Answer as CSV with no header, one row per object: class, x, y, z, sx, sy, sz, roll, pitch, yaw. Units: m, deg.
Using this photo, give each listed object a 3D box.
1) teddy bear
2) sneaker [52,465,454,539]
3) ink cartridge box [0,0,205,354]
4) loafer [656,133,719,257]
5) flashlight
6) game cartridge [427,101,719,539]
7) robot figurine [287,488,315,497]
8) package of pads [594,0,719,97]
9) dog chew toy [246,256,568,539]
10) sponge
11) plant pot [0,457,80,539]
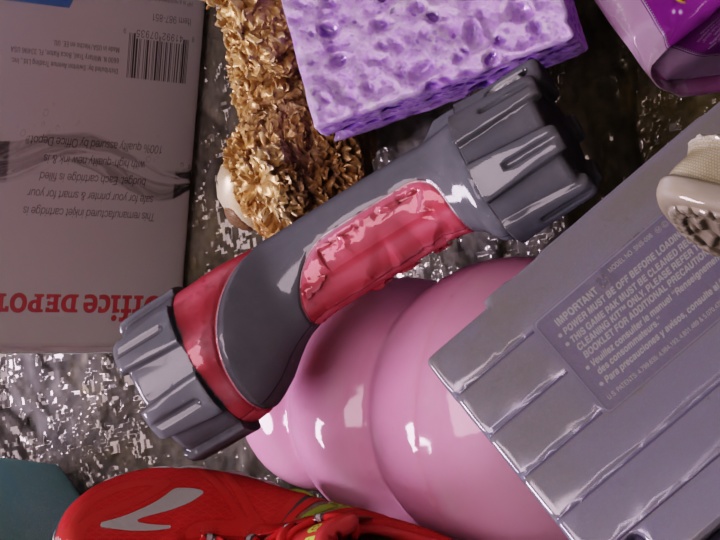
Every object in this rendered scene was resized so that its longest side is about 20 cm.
teddy bear,-0.032,-0.091,1.190,0.067,0.145,0.200,-8,82,7
sneaker,-0.023,0.112,1.079,0.200,0.085,0.077,10,70,5
ink cartridge box,-0.151,-0.065,1.275,0.084,0.145,0.200,6,93,37
loafer,0.205,-0.033,0.972,0.200,0.076,0.068,3,73,9
flashlight,0.000,0.000,1.091,0.200,0.068,0.068,-30,106,16
game cartridge,0.137,0.015,1.033,0.200,0.038,0.130,-40,62,3
robot figurine,-0.033,0.161,1.193,0.200,0.116,0.176,24,139,41
package of pads,0.119,-0.181,1.121,0.121,0.076,0.200,-45,64,30
dog chew toy,0.029,0.056,1.160,0.200,0.124,0.125,0,89,45
sponge,0.012,-0.163,1.116,0.112,0.030,0.200,-18,78,14
plant pot,-0.181,0.195,1.302,0.141,0.141,0.200,-30,64,32
